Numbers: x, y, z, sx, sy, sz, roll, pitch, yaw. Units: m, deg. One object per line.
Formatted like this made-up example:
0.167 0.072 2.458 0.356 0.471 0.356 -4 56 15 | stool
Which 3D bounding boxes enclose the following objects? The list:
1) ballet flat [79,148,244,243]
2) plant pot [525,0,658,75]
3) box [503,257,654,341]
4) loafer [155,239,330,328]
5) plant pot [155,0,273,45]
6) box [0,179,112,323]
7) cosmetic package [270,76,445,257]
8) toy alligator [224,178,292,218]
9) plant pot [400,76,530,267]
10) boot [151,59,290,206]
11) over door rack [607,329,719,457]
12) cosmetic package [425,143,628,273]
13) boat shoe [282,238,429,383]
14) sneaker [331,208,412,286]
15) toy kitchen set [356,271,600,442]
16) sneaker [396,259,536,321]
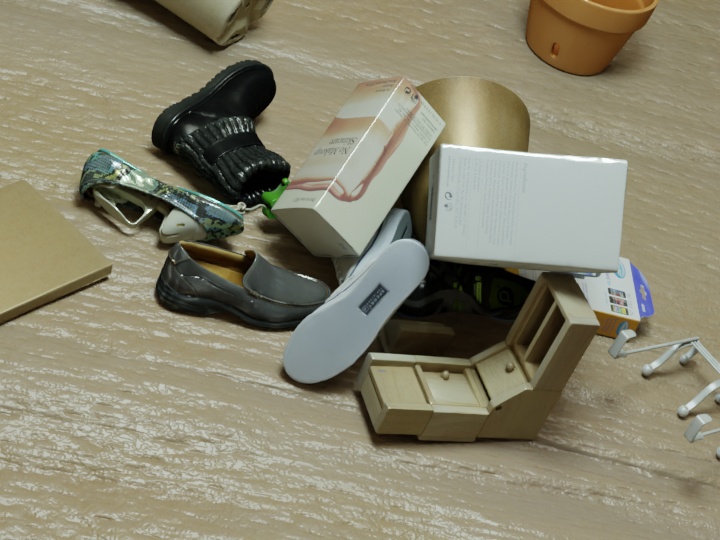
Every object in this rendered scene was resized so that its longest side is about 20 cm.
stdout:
-0.232 -0.068 1.690 0.198 0.075 0.074 23 39 5 | ballet flat
0.339 -0.396 2.257 0.198 0.141 0.201 12 40 -11 | plant pot
0.263 0.019 1.825 0.198 0.042 0.120 15 39 -11 | box
-0.122 0.013 1.628 0.198 0.073 0.073 6 40 -19 | loafer
-0.213 -0.413 2.007 0.183 0.201 0.200 42 42 7 | plant pot
-0.391 -0.016 1.579 0.163 0.021 0.199 41 42 22 | box
-0.002 -0.120 1.711 0.087 0.103 0.201 44 66 -28 | cosmetic package
-0.075 -0.087 1.756 0.198 0.055 0.059 3 21 -36 | toy alligator
0.123 -0.101 1.807 0.184 0.187 0.202 10 52 -14 | plant pot
-0.137 -0.167 1.821 0.157 0.080 0.211 32 50 23 | boot
0.375 0.142 1.697 0.199 0.067 0.148 7 36 -50 | over door rack
0.175 -0.064 1.614 0.197 0.125 0.199 3 0 0 | cosmetic package
-0.001 0.046 1.596 0.074 0.199 0.065 50 2 1 | boat shoe
0.000 0.000 1.716 0.070 0.074 0.201 2 36 23 | sneaker
0.110 0.062 1.590 0.198 0.182 0.164 5 40 -26 | toy kitchen set
0.116 0.018 1.694 0.197 0.083 0.072 5 75 -16 | sneaker
